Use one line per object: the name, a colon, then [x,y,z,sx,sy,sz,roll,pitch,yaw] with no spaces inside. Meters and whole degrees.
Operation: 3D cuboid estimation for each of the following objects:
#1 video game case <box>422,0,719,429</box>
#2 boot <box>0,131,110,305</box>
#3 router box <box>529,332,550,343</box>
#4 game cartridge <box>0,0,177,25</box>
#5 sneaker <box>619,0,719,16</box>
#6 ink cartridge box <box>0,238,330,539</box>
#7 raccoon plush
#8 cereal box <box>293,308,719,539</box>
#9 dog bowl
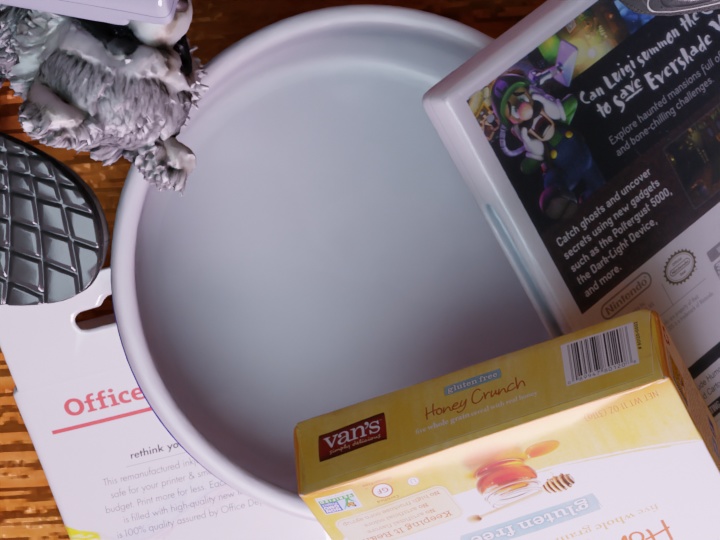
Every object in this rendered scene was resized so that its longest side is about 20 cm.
video game case: [0.139,-0.044,1.156,0.200,0.023,0.182,-37,109,-23]
boot: [-0.169,-0.040,1.205,0.199,0.131,0.068,12,103,21]
router box: [0.078,0.110,1.284,0.148,0.051,0.201,-6,112,9]
game cartridge: [-0.108,-0.190,1.082,0.132,0.201,0.041,8,159,12]
sneaker: [0.188,-0.113,1.127,0.199,0.080,0.087,-10,125,-16]
ink cartridge box: [-0.073,0.076,1.284,0.114,0.068,0.201,-14,111,12]
raccoon plush: [-0.113,-0.069,1.146,0.096,0.135,0.200,6,152,-17]
cereal box: [0.078,0.106,1.123,0.143,0.040,0.200,-20,135,14]
dog bowl: [0.000,0.000,1.176,0.199,0.079,0.202,0,86,-6]
